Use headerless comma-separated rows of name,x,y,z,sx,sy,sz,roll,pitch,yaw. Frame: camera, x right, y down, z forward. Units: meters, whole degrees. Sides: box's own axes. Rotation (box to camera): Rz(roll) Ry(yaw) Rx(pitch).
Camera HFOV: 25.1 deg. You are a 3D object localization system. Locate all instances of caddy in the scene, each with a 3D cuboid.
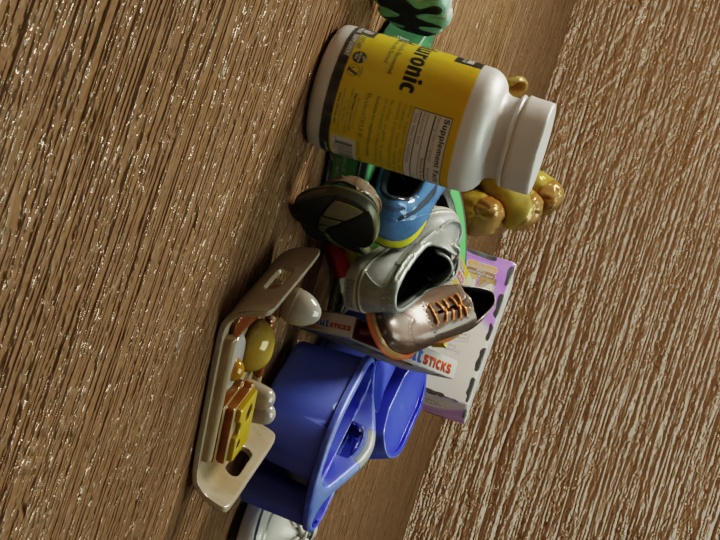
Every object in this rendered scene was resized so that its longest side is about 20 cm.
caddy,-0.039,0.163,1.594,0.200,0.104,0.142,-60,164,-54
caddy,-0.002,0.127,1.827,0.200,0.104,0.142,-61,142,-51

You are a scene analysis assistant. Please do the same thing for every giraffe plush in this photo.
giraffe plush,0.157,-0.161,2.033,0.172,0.199,0.163,-29,136,-41

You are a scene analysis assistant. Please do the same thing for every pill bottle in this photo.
pill bottle,0.062,-0.133,1.396,0.111,0.199,0.112,18,90,-82

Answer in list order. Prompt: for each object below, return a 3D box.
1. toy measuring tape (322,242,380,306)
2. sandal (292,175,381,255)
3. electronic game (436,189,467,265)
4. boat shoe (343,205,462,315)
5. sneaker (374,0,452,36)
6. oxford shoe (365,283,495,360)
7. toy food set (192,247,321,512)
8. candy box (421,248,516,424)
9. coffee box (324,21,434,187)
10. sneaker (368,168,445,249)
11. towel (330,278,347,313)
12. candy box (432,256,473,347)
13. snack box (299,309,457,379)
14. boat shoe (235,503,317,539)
toy measuring tape,0.000,0.000,1.663,0.201,0.073,0.074,88,22,-57
sandal,-0.016,-0.057,1.473,0.201,0.079,0.058,111,3,-84
electronic game,0.084,-0.035,1.891,0.200,0.041,0.202,-2,90,-66
boat shoe,0.060,-0.004,1.598,0.201,0.071,0.071,-36,133,-50
sneaker,0.067,-0.312,1.470,0.200,0.077,0.141,86,24,-68
oxford shoe,0.071,0.041,1.638,0.200,0.073,0.072,-15,82,-61
toy food set,-0.083,0.092,1.393,0.144,0.060,0.201,-55,160,-63
candy box,0.081,0.065,1.987,0.072,0.167,0.201,89,21,-64
coffee box,0.020,-0.162,1.578,0.200,0.044,0.124,-61,167,-49
sneaker,0.061,-0.114,1.577,0.079,0.066,0.201,96,16,-53
towel,0.013,-0.051,1.818,0.200,0.023,0.144,-59,163,-55
candy box,0.069,-0.016,1.801,0.201,0.026,0.103,61,40,-40
snack box,0.020,0.077,1.680,0.200,0.072,0.024,25,79,-53
boat shoe,-0.079,0.263,1.708,0.200,0.069,0.071,-12,120,-80
